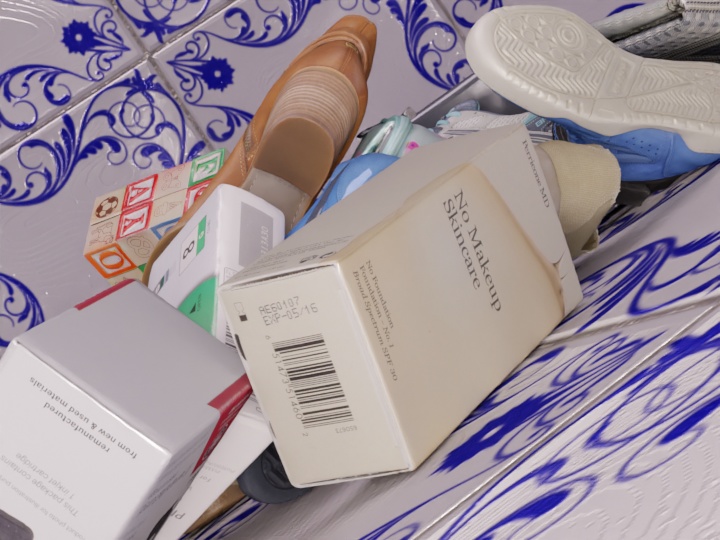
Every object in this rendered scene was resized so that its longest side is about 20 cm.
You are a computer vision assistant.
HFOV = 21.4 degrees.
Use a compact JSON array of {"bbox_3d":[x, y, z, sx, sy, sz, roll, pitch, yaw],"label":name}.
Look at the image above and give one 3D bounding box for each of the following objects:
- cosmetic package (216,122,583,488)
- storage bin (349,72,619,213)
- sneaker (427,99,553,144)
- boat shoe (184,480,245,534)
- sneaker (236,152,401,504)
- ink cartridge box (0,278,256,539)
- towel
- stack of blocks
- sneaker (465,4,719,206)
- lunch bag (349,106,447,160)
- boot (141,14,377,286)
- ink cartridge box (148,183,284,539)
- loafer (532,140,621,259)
[{"bbox_3d":[0.025,0.012,0.911,0.073,0.104,0.200,-12,16,34],"label":"cosmetic package"},{"bbox_3d":[0.084,-0.061,1.358,0.199,0.135,0.146,-35,2,12],"label":"storage bin"},{"bbox_3d":[0.061,-0.062,1.266,0.198,0.087,0.078,-13,-26,-1],"label":"sneaker"},{"bbox_3d":[-0.109,0.121,1.222,0.071,0.065,0.200,-35,2,-10],"label":"boat shoe"},{"bbox_3d":[-0.024,0.029,1.015,0.078,0.066,0.201,9,69,45],"label":"sneaker"},{"bbox_3d":[-0.143,0.117,0.840,0.201,0.083,0.145,-57,-4,16],"label":"ink cartridge box"},{"bbox_3d":[0.222,-0.151,1.243,0.191,0.035,0.200,-5,-6,-30],"label":"towel"},{"bbox_3d":[-0.096,0.013,1.393,0.114,0.200,0.059,-20,41,23],"label":"stack of blocks"},{"bbox_3d":[0.133,-0.094,1.162,0.198,0.077,0.111,9,-28,-27],"label":"sneaker"},{"bbox_3d":[0.000,0.000,1.133,0.201,0.077,0.160,-63,3,0],"label":"lunch bag"},{"bbox_3d":[-0.053,-0.058,1.173,0.200,0.073,0.155,-47,12,31],"label":"boot"},{"bbox_3d":[-0.111,0.074,1.015,0.200,0.050,0.162,-45,31,33],"label":"ink cartridge box"},{"bbox_3d":[0.106,-0.027,1.142,0.068,0.076,0.200,-7,-9,-10],"label":"loafer"}]
